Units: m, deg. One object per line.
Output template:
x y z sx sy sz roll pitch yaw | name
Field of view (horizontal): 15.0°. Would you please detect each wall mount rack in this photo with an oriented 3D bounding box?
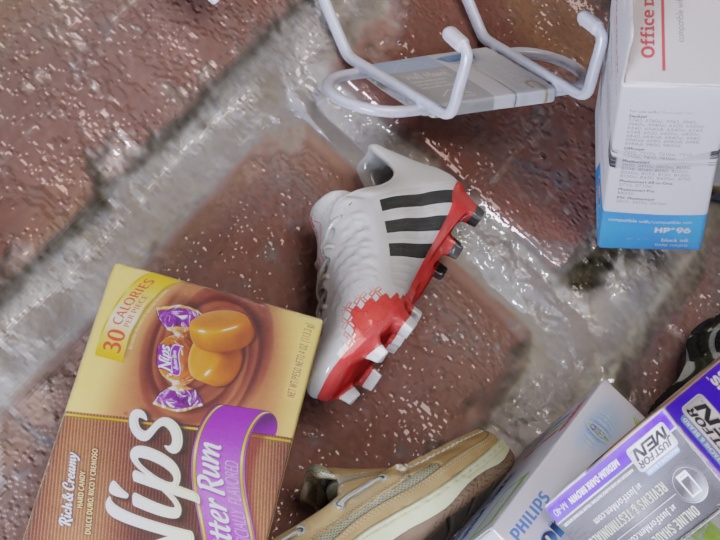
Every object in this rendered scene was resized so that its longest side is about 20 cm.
0.049 -0.154 1.669 0.200 0.075 0.174 -11 34 -40 | wall mount rack

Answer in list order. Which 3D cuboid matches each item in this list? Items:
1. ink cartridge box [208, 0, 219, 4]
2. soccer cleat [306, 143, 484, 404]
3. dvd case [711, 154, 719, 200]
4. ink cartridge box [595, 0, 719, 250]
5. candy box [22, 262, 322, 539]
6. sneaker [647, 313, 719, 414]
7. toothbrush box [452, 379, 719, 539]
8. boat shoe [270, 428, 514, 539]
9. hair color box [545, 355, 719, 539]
-0.077 -0.266 1.603 0.125 0.129 0.200 36 45 5 | ink cartridge box
0.000 0.000 1.533 0.085 0.069 0.200 33 43 1 | soccer cleat
0.267 -0.101 1.816 0.200 0.018 0.143 10 56 -29 | dvd case
0.182 -0.116 1.636 0.068 0.200 0.116 2 54 0 | ink cartridge box
-0.097 0.099 1.379 0.117 0.056 0.200 16 49 -1 | candy box
0.233 0.085 1.647 0.200 0.077 0.089 -46 122 -46 | sneaker
0.153 0.185 1.493 0.200 0.086 0.146 44 45 0 | toothbrush box
0.001 0.128 1.443 0.076 0.072 0.200 43 45 14 | boat shoe
0.197 0.081 1.463 0.065 0.109 0.200 49 42 5 | hair color box
